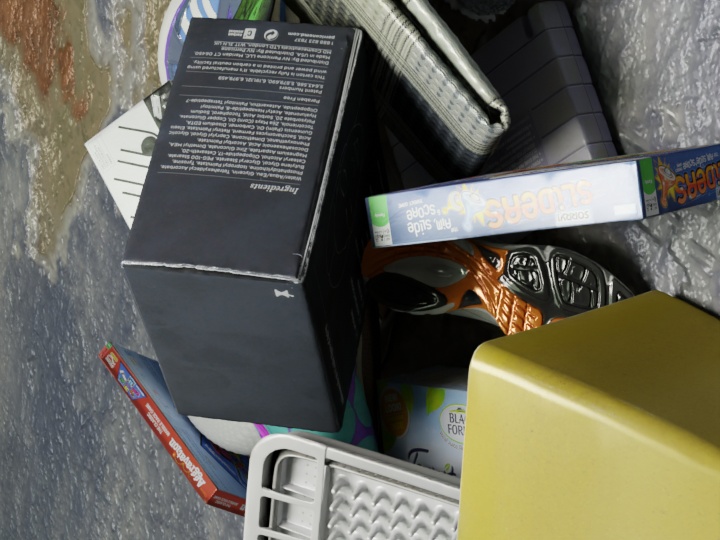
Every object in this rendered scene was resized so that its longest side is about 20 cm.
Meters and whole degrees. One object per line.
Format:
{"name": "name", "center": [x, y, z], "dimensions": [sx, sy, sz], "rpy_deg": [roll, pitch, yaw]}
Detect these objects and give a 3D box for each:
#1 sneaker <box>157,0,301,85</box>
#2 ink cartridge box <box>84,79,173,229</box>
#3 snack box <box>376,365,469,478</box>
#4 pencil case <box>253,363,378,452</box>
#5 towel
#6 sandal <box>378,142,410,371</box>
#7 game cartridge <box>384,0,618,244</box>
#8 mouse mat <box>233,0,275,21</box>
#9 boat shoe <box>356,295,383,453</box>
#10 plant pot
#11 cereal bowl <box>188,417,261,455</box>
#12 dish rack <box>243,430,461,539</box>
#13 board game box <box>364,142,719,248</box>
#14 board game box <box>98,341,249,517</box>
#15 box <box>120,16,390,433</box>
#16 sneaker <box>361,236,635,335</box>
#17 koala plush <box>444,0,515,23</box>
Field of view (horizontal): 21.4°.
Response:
{"name": "sneaker", "center": [-0.090, -0.184, 1.532], "dimensions": [0.147, 0.080, 0.201], "rpy_deg": [50, 129, 42]}
{"name": "ink cartridge box", "center": [-0.134, -0.043, 1.537], "dimensions": [0.094, 0.044, 0.201], "rpy_deg": [-35, 75, 17]}
{"name": "snack box", "center": [0.100, 0.159, 1.346], "dimensions": [0.199, 0.067, 0.170], "rpy_deg": [3, 101, 53]}
{"name": "pencil case", "center": [-0.030, 0.153, 1.393], "dimensions": [0.085, 0.092, 0.201], "rpy_deg": [33, 139, 55]}
{"name": "towel", "center": [0.021, -0.149, 1.264], "dimensions": [0.200, 0.034, 0.193], "rpy_deg": [50, 170, 4]}
{"name": "sandal", "center": [0.000, 0.000, 1.466], "dimensions": [0.082, 0.054, 0.201], "rpy_deg": [46, 130, 39]}
{"name": "game cartridge", "center": [0.097, -0.086, 1.335], "dimensions": [0.200, 0.038, 0.130], "rpy_deg": [-34, 73, 52]}
{"name": "mouse mat", "center": [-0.092, -0.161, 1.405], "dimensions": [0.200, 0.007, 0.162], "rpy_deg": [122, 162, -47]}
{"name": "boat shoe", "center": [-0.023, 0.088, 1.444], "dimensions": [0.075, 0.074, 0.203], "rpy_deg": [-82, -8, -54]}
{"name": "plant pot", "center": [0.188, 0.143, 1.132], "dimensions": [0.176, 0.199, 0.201], "rpy_deg": [17, 111, 39]}
{"name": "cereal bowl", "center": [-0.111, 0.061, 1.611], "dimensions": [0.200, 0.083, 0.201], "rpy_deg": [16, 110, 53]}
{"name": "dish rack", "center": [0.018, 0.196, 1.315], "dimensions": [0.199, 0.044, 0.173], "rpy_deg": [16, 120, 17]}
{"name": "board game box", "center": [0.121, -0.047, 1.177], "dimensions": [0.199, 0.135, 0.035], "rpy_deg": [-6, 95, 41]}
{"name": "board game box", "center": [-0.146, 0.142, 1.663], "dimensions": [0.019, 0.103, 0.200], "rpy_deg": [-51, 51, 11]}
{"name": "box", "center": [-0.062, -0.028, 1.270], "dimensions": [0.200, 0.123, 0.198], "rpy_deg": [79, -162, -57]}
{"name": "sneaker", "center": [0.106, 0.009, 1.294], "dimensions": [0.199, 0.092, 0.076], "rpy_deg": [19, 100, 18]}
{"name": "koala plush", "center": [0.086, -0.263, 1.215], "dimensions": [0.177, 0.183, 0.201], "rpy_deg": [-5, 104, 55]}
